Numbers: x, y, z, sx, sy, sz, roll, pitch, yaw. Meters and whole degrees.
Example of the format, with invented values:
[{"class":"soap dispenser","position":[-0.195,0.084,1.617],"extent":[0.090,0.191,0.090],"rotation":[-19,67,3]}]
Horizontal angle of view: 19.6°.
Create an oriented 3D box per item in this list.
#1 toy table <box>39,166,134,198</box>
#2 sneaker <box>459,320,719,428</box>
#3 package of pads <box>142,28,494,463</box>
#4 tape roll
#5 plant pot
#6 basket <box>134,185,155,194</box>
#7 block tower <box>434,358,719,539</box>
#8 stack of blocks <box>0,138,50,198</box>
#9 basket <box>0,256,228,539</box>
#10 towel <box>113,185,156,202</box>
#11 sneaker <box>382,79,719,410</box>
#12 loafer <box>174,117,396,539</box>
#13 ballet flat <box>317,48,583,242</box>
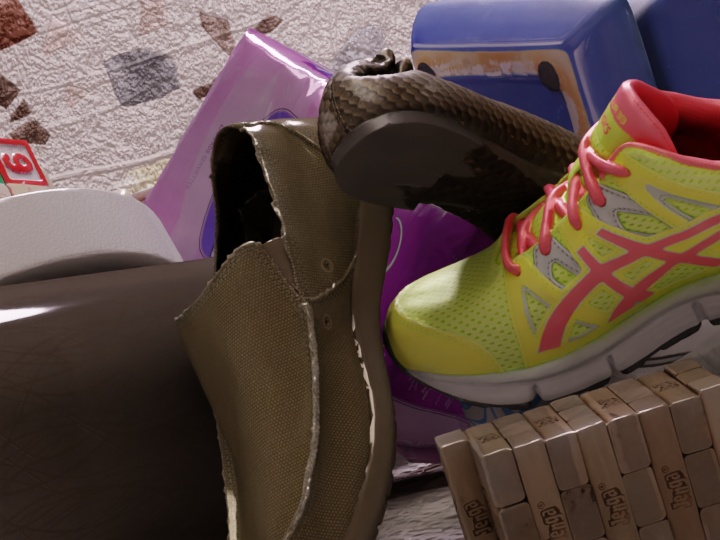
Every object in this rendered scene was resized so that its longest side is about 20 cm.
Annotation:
[{"class":"toy table","position":[-0.188,0.034,1.171],"extent":[0.199,0.118,0.184],"rotation":[-24,24,10]},{"class":"sneaker","position":[0.119,0.022,0.811],"extent":[0.199,0.073,0.072],"rotation":[-23,-27,-39]},{"class":"package of pads","position":[-0.008,-0.014,0.913],"extent":[0.075,0.121,0.200],"rotation":[21,11,-46]},{"class":"tape roll","position":[-0.163,0.042,0.881],"extent":[0.202,0.037,0.203],"rotation":[-26,-23,-12]},{"class":"plant pot","position":[0.151,-0.084,1.099],"extent":[0.179,0.201,0.200],"rotation":[-28,19,-28]},{"class":"basket","position":[-0.123,0.010,1.340],"extent":[0.199,0.124,0.135],"rotation":[-17,7,-14]},{"class":"block tower","position":[0.128,0.053,0.664],"extent":[0.199,0.054,0.058],"rotation":[-17,6,-2]},{"class":"stack of blocks","position":[-0.217,0.041,1.017],"extent":[0.200,0.116,0.058],"rotation":[-42,-25,29]},{"class":"basket","position":[-0.105,0.066,0.795],"extent":[0.199,0.136,0.180],"rotation":[-16,-22,-42]},{"class":"towel","position":[-0.035,-0.007,1.190],"extent":[0.199,0.032,0.191],"rotation":[22,-9,-23]},{"class":"sneaker","position":[0.092,-0.021,0.714],"extent":[0.199,0.091,0.078],"rotation":[-21,27,17]},{"class":"loafer","position":[-0.031,0.031,0.731],"extent":[0.067,0.201,0.076],"rotation":[17,-38,-22]},{"class":"ballet flat","position":[0.054,-0.037,0.768],"extent":[0.067,0.047,0.199],"rotation":[-40,-36,27]}]
